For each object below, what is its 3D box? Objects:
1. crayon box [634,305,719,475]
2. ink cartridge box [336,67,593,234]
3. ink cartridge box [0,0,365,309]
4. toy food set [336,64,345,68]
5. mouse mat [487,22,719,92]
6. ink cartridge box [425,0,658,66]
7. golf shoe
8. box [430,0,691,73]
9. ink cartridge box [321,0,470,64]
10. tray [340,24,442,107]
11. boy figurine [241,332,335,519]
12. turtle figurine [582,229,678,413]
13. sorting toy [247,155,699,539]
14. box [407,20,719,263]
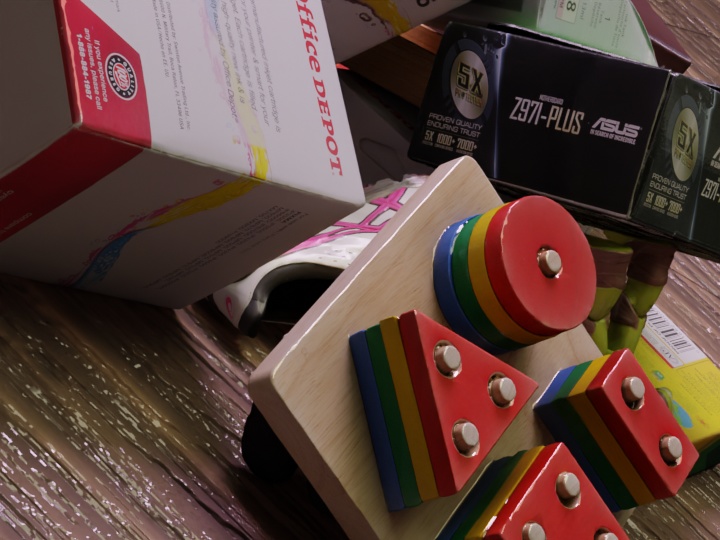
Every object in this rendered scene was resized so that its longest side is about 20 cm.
[{"bbox_3d":[0.172,0.077,1.446,0.127,0.051,0.200,47,22,18],"label":"crayon box"},{"bbox_3d":[0.048,-0.053,1.447,0.144,0.085,0.200,43,18,22],"label":"ink cartridge box"},{"bbox_3d":[-0.121,-0.083,1.105,0.199,0.144,0.147,14,56,-47],"label":"ink cartridge box"},{"bbox_3d":[-0.083,-0.196,1.579,0.198,0.049,0.200,42,21,7],"label":"toy food set"},{"bbox_3d":[0.151,-0.120,1.368,0.159,0.008,0.200,17,0,1],"label":"mouse mat"},{"bbox_3d":[0.112,-0.162,1.411,0.162,0.058,0.199,16,7,42],"label":"ink cartridge box"},{"bbox_3d":[0.000,0.000,1.254,0.198,0.073,0.093,-6,52,-28],"label":"golf shoe"},{"bbox_3d":[0.113,-0.181,1.707,0.163,0.166,0.201,25,25,-34],"label":"box"},{"bbox_3d":[-0.028,-0.224,1.307,0.147,0.199,0.147,53,18,-42],"label":"ink cartridge box"},{"bbox_3d":[-0.003,-0.154,1.442,0.199,0.037,0.098,32,15,30],"label":"tray"},{"bbox_3d":[0.024,0.056,1.155,0.124,0.065,0.200,29,36,19],"label":"boy figurine"},{"bbox_3d":[0.124,0.061,1.246,0.199,0.163,0.064,0,16,-38],"label":"turtle figurine"},{"bbox_3d":[0.071,0.068,1.079,0.200,0.069,0.200,55,46,-14],"label":"sorting toy"},{"bbox_3d":[0.154,-0.069,1.312,0.163,0.087,0.199,19,1,40],"label":"box"}]
